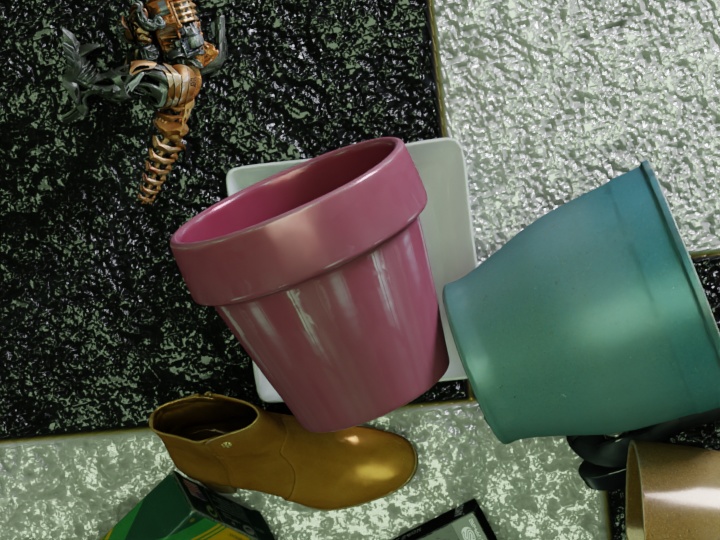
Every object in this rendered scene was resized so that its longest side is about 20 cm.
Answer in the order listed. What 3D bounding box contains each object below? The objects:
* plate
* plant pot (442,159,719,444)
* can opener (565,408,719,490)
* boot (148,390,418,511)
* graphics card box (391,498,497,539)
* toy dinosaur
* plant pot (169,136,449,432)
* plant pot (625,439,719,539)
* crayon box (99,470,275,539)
[{"bbox_3d":[0.000,0.000,1.428,0.200,0.032,0.200,-8,94,7],"label":"plate"},{"bbox_3d":[0.172,0.041,1.331,0.188,0.200,0.200,-21,93,9],"label":"plant pot"},{"bbox_3d":[0.263,0.111,1.406,0.200,0.079,0.063,-27,54,5],"label":"can opener"},{"bbox_3d":[-0.061,0.142,1.389,0.201,0.144,0.071,-3,65,9],"label":"boot"},{"bbox_3d":[0.038,0.293,1.445,0.200,0.051,0.126,-29,92,9],"label":"graphics card box"},{"bbox_3d":[-0.176,-0.162,1.404,0.136,0.102,0.200,0,74,-10],"label":"toy dinosaur"},{"bbox_3d":[-0.022,0.017,1.323,0.200,0.200,0.179,-23,102,8],"label":"plant pot"},{"bbox_3d":[0.309,0.223,1.311,0.200,0.186,0.187,0,96,5],"label":"plant pot"},{"bbox_3d":[-0.179,0.267,1.429,0.200,0.127,0.051,-44,49,10],"label":"crayon box"}]
